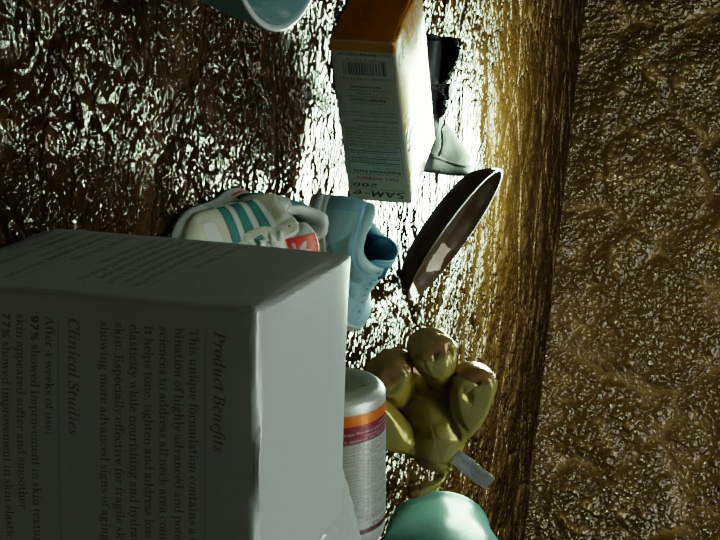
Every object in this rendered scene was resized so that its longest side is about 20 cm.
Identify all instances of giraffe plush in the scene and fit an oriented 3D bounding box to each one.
[{"bbox_3d":[0.074,0.148,1.737,0.201,0.172,0.162,56,4,-20],"label":"giraffe plush"}]

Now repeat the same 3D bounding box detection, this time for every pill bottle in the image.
[{"bbox_3d":[-0.030,0.201,1.408,0.110,0.109,0.202,-45,137,-68],"label":"pill bottle"}]

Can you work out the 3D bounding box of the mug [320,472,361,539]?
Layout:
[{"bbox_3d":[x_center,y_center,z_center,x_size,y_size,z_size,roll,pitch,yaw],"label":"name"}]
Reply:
[{"bbox_3d":[-0.087,0.165,1.162,0.200,0.147,0.177,-122,-162,-62],"label":"mug"}]

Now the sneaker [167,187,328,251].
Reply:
[{"bbox_3d":[-0.084,-0.019,1.171,0.200,0.093,0.071,-48,140,-67],"label":"sneaker"}]

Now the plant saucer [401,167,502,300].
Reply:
[{"bbox_3d":[0.109,-0.052,1.871,0.201,0.032,0.200,-50,169,-14],"label":"plant saucer"}]

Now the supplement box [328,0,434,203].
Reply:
[{"bbox_3d":[0.027,-0.189,1.583,0.126,0.073,0.201,-69,158,-47],"label":"supplement box"}]

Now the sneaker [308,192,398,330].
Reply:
[{"bbox_3d":[0.000,0.000,1.519,0.201,0.081,0.074,72,27,-55],"label":"sneaker"}]

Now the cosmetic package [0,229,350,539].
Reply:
[{"bbox_3d":[-0.123,0.077,0.844,0.166,0.198,0.169,-35,128,-71],"label":"cosmetic package"}]

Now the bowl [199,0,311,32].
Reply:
[{"bbox_3d":[-0.098,-0.267,1.013,0.201,0.104,0.203,6,90,-72],"label":"bowl"}]

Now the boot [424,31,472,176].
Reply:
[{"bbox_3d":[0.097,-0.204,1.837,0.200,0.076,0.170,0,98,-69],"label":"boot"}]

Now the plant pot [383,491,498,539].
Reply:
[{"bbox_3d":[0.097,0.378,1.821,0.188,0.198,0.201,-91,176,-59],"label":"plant pot"}]
